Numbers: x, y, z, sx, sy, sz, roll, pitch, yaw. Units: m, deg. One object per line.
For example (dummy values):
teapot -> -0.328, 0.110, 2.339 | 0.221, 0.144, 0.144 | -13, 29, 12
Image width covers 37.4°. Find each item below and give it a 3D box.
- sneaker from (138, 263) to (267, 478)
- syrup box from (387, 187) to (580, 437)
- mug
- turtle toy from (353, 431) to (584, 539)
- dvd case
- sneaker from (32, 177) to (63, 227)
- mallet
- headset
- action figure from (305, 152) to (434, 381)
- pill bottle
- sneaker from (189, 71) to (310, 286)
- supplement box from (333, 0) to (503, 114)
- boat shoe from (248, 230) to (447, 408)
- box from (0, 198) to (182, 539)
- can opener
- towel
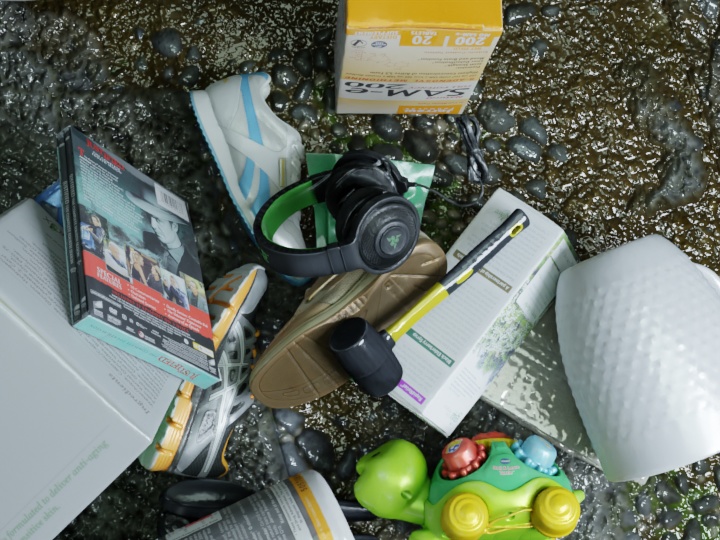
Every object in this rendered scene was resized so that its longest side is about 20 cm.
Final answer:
sneaker -> -0.125, 0.089, 0.939 | 0.077, 0.078, 0.201 | 28, 78, -26
syrup box -> 0.098, 0.038, 0.931 | 0.081, 0.079, 0.200 | 37, 86, 32
mug -> 0.261, 0.061, 0.907 | 0.199, 0.147, 0.176 | -17, 82, -37
turtle toy -> 0.094, 0.192, 0.914 | 0.199, 0.146, 0.102 | -2, 63, -4
dvd case -> -0.182, -0.011, 0.868 | 0.022, 0.146, 0.201 | -32, 51, 21
sneaker -> -0.284, -0.017, 0.941 | 0.200, 0.066, 0.078 | -44, 99, -7
mallet -> 0.067, 0.027, 0.885 | 0.200, 0.041, 0.066 | -35, 123, -11
headset -> 0.007, -0.062, 0.867 | 0.199, 0.124, 0.094 | -15, 124, -1
action figure -> 0.000, 0.000, 0.962 | 0.117, 0.055, 0.201 | 5, 90, -5
pill bottle -> -0.102, 0.247, 0.835 | 0.199, 0.116, 0.117 | -22, 85, -12
sneaker -> -0.082, -0.083, 0.955 | 0.080, 0.077, 0.201 | -24, 87, -7
supplement box -> 0.043, -0.199, 0.914 | 0.125, 0.200, 0.074 | 0, 80, -3
boat shoe -> -0.016, 0.038, 0.910 | 0.200, 0.065, 0.071 | -38, 127, -3
box -> -0.276, 0.092, 0.828 | 0.199, 0.171, 0.200 | -43, 100, 13
can opener -> -0.079, 0.223, 0.927 | 0.199, 0.079, 0.064 | 11, 74, -12
towel -> 0.201, 0.096, 0.976 | 0.199, 0.034, 0.133 | 31, 81, 1
